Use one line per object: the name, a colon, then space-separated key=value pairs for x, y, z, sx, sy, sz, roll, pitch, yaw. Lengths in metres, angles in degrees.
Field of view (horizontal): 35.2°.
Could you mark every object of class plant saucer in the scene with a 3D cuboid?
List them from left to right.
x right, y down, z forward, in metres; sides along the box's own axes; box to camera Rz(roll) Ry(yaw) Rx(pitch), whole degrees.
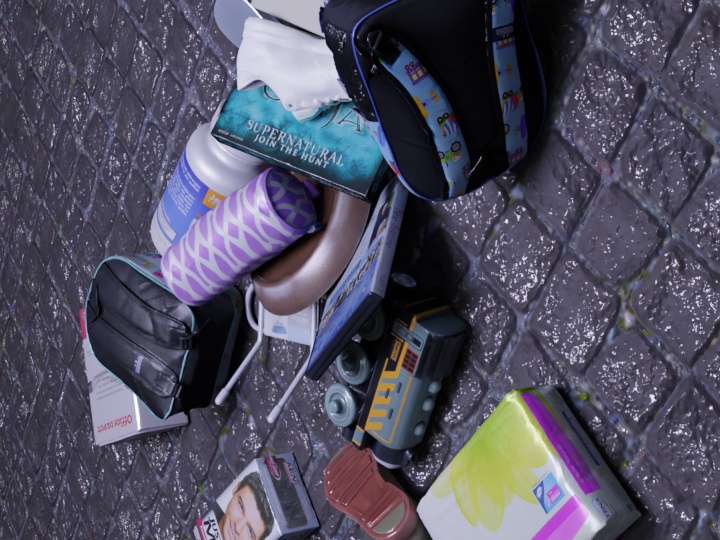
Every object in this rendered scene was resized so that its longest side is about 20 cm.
plant saucer: x=-0.064 y=-0.049 z=1.254 sx=0.199 sy=0.032 sz=0.203 roll=-32 pitch=44 yaw=37

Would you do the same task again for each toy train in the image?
toy train: x=0.035 y=0.106 z=1.170 sx=0.113 sy=0.084 sz=0.203 roll=34 pitch=119 yaw=34

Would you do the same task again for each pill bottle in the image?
pill bottle: x=-0.162 y=-0.099 z=1.318 sx=0.201 sy=0.111 sz=0.113 roll=-56 pitch=51 yaw=38

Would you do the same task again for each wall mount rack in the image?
wall mount rack: x=-0.108 y=0.080 z=1.348 sx=0.198 sy=0.074 sz=0.178 roll=8 pitch=97 yaw=52

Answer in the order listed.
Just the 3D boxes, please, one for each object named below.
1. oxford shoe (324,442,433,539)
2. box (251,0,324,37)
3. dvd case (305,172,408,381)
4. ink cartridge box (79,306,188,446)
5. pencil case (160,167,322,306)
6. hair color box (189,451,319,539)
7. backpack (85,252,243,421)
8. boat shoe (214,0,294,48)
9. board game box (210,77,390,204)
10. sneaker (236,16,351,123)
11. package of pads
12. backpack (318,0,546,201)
oxford shoe: x=0.019 y=0.248 z=1.205 sx=0.071 sy=0.074 sz=0.200 roll=-46 pitch=26 yaw=-1
box: x=-0.001 y=-0.291 z=1.148 sx=0.199 sy=0.126 sz=0.111 roll=33 pitch=116 yaw=45
dvd case: x=0.000 y=0.000 z=1.157 sx=0.143 sy=0.017 sz=0.202 roll=-53 pitch=16 yaw=41
ink cartridge box: x=-0.326 y=0.138 z=1.622 sx=0.144 sy=0.083 sz=0.204 roll=-23 pitch=73 yaw=50
pencil case: x=-0.133 y=-0.037 z=1.236 sx=0.199 sy=0.086 sz=0.085 roll=-31 pitch=98 yaw=33
hair color box: x=-0.136 y=0.319 z=1.412 sx=0.200 sy=0.060 sz=0.100 roll=-49 pitch=56 yaw=41
backpack: x=-0.257 y=0.070 z=1.469 sx=0.198 sy=0.153 sz=0.179 roll=26 pitch=115 yaw=25
boat shoe: x=-0.076 y=-0.243 z=1.294 sx=0.202 sy=0.086 sz=0.075 roll=46 pitch=126 yaw=4
board game box: x=-0.046 y=-0.167 z=1.186 sx=0.197 sy=0.028 sz=0.137 roll=22 pitch=82 yaw=23
sneaker: x=-0.036 y=-0.188 z=1.145 sx=0.197 sy=0.075 sz=0.090 roll=20 pitch=99 yaw=21
package of pads: x=0.145 y=0.220 z=1.043 sx=0.156 sy=0.067 sz=0.201 roll=57 pitch=132 yaw=31
backpack: x=0.071 y=-0.177 z=1.024 sx=0.134 sy=0.181 sz=0.202 roll=41 pitch=158 yaw=56
